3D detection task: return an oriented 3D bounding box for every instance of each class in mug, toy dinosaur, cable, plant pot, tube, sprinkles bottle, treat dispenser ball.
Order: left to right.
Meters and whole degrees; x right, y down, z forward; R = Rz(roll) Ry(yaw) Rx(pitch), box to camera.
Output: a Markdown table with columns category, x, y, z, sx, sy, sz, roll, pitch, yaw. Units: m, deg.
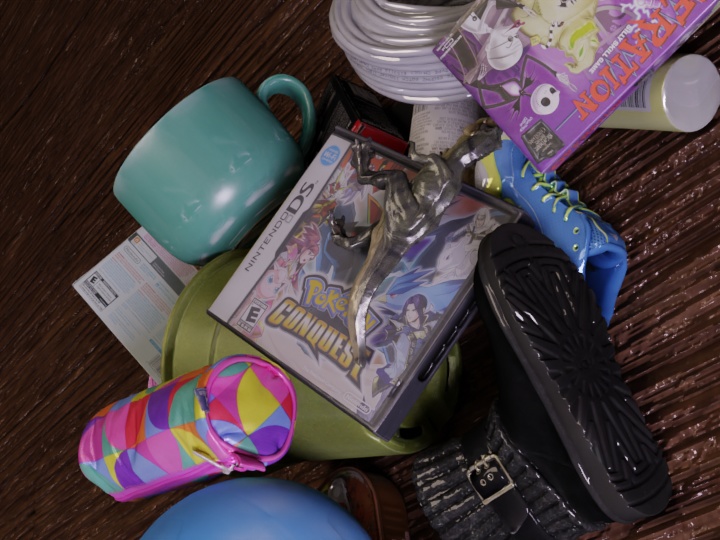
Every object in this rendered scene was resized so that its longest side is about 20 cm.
| category | x | y | z | sx | sy | sz | roll | pitch | yaw |
| --- | --- | --- | --- | --- | --- | --- | --- | --- | --- |
| mug | -0.113 | -0.088 | 0.998 | 0.185 | 0.114 | 0.152 | -44 | -6 | 11 |
| treat dispenser ball | -0.074 | 0.248 | 0.798 | 0.201 | 0.201 | 0.201 | -32 | 49 | 47 |
| plant pot | -0.025 | 0.080 | 0.914 | 0.190 | 0.200 | 0.200 | 0 | 75 | 45 |
| toy dinosaur | 0.020 | -0.039 | 0.783 | 0.088 | 0.047 | 0.200 | 30 | 86 | 34 |
| sprinkles bottle | 0.073 | -0.103 | 0.935 | 0.068 | 0.068 | 0.200 | -17 | 61 | 54 |
| cable | 0.074 | -0.210 | 0.889 | 0.200 | 0.069 | 0.200 | -34 | 44 | -14 |
| tube | 0.174 | -0.132 | 0.816 | 0.200 | 0.058 | 0.052 | 20 | 131 | 61 |

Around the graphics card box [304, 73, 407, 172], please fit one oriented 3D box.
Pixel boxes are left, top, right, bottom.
| category | x | y | z | sx | sy | sz | roll | pitch | yaw |
| --- | --- | --- | --- | --- | --- | --- | --- | --- | --- |
| graphics card box | -0.019 | -0.095 | 1.022 | 0.126 | 0.051 | 0.200 | -64 | 18 | 16 |

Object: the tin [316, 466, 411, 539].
| category | x | y | z | sx | sy | sz | roll | pitch | yaw |
| --- | --- | --- | --- | --- | --- | --- | --- | --- | --- |
| tin | 0.000 | 0.256 | 0.902 | 0.112 | 0.042 | 0.200 | -39 | 45 | 37 |

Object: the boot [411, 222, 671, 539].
| category | x | y | z | sx | sy | sz | roll | pitch | yaw |
| --- | --- | --- | --- | --- | --- | --- | --- | --- | --- |
| boot | 0.093 | 0.091 | 0.743 | 0.158 | 0.079 | 0.211 | -35 | 72 | 45 |

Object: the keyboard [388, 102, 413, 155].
| category | x | y | z | sx | sy | sz | roll | pitch | yaw |
| --- | --- | --- | --- | --- | --- | --- | --- | --- | --- |
| keyboard | 0.024 | -0.090 | 1.053 | 0.200 | 0.021 | 0.127 | -48 | 32 | 36 |

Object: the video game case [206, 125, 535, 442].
| category | x | y | z | sx | sy | sz | roll | pitch | yaw |
| --- | --- | --- | --- | --- | --- | --- | --- | --- | --- |
| video game case | 0.000 | 0.000 | 0.817 | 0.200 | 0.025 | 0.181 | 30 | 82 | 42 |

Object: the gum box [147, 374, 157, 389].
| category | x | y | z | sx | sy | sz | roll | pitch | yaw |
| --- | --- | --- | --- | --- | --- | --- | --- | --- | --- |
| gum box | -0.140 | 0.043 | 1.142 | 0.066 | 0.113 | 0.200 | 74 | -160 | -68 |

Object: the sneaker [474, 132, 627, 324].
| category | x | y | z | sx | sy | sz | roll | pitch | yaw |
| --- | --- | --- | --- | --- | --- | --- | --- | --- | --- |
| sneaker | 0.143 | -0.033 | 0.801 | 0.105 | 0.076 | 0.200 | -17 | 67 | 40 |

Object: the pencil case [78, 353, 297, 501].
| category | x | y | z | sx | sy | sz | roll | pitch | yaw |
| --- | --- | --- | --- | --- | --- | --- | --- | --- | --- |
| pencil case | -0.131 | 0.121 | 0.832 | 0.200 | 0.088 | 0.089 | -24 | 55 | 48 |

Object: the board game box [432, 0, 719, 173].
| category | x | y | z | sx | sy | sz | roll | pitch | yaw |
| --- | --- | --- | --- | --- | --- | --- | --- | --- | --- |
| board game box | 0.152 | -0.174 | 0.730 | 0.120 | 0.032 | 0.200 | 48 | 116 | 11 |

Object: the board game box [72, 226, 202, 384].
| category | x | y | z | sx | sy | sz | roll | pitch | yaw |
| --- | --- | --- | --- | --- | --- | --- | --- | --- | --- |
| board game box | -0.151 | 0.006 | 1.087 | 0.200 | 0.064 | 0.148 | -41 | 72 | -9 |
